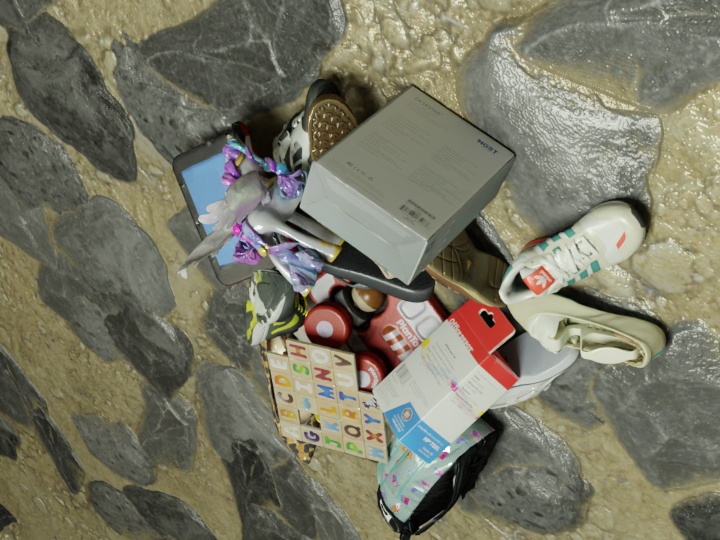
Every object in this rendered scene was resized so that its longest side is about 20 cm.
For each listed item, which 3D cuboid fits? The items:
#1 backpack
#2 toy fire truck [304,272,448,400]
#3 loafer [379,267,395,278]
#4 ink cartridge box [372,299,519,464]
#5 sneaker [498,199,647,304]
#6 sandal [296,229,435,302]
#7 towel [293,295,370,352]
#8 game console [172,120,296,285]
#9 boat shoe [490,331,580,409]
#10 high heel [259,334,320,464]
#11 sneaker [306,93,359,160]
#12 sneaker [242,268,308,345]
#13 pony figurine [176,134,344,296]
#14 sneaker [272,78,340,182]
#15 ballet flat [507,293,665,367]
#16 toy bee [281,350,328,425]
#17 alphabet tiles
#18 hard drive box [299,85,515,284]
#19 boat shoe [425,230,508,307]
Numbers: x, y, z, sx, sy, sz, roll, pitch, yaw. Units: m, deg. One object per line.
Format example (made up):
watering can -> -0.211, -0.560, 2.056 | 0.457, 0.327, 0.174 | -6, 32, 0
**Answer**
backpack -> 0.106, 0.269, 1.567 | 0.126, 0.167, 0.201 | 41, 136, 16
toy fire truck -> 0.030, 0.067, 1.504 | 0.168, 0.112, 0.200 | -35, 92, 24
loafer -> 0.002, -0.055, 1.335 | 0.063, 0.072, 0.200 | -27, 126, 30
ink cartridge box -> 0.120, 0.133, 1.403 | 0.067, 0.200, 0.116 | 41, -171, -32
sneaker -> 0.234, -0.009, 1.241 | 0.070, 0.093, 0.199 | 52, 142, -8
sandal -> 0.000, 0.001, 1.436 | 0.199, 0.076, 0.043 | 25, 132, 18
towel -> -0.033, 0.099, 1.640 | 0.200, 0.034, 0.133 | 42, 143, 6
game console -> -0.175, -0.085, 1.500 | 0.172, 0.118, 0.201 | -157, 44, -84
boat shoe -> 0.213, 0.128, 1.416 | 0.065, 0.074, 0.200 | 29, 145, -29
high heel -> -0.113, 0.184, 1.667 | 0.143, 0.071, 0.201 | 72, -178, -59
sneaker -> -0.020, -0.140, 1.370 | 0.067, 0.090, 0.201 | -20, 123, 5
sneaker -> -0.109, 0.043, 1.514 | 0.200, 0.084, 0.075 | 131, 126, -65
pony figurine -> -0.121, -0.062, 1.356 | 0.200, 0.193, 0.167 | 37, 140, -5
sneaker -> -0.077, -0.167, 1.412 | 0.088, 0.074, 0.201 | 29, 139, 19
ballet flat -> 0.256, 0.072, 1.298 | 0.199, 0.070, 0.070 | 12, 131, 28
toy bee -> -0.038, 0.153, 1.602 | 0.108, 0.200, 0.132 | -5, 87, 13
alphabet tiles -> -0.045, 0.177, 1.508 | 0.166, 0.008, 0.201 | 12, 133, 21
hard drive box -> 0.056, -0.101, 1.240 | 0.156, 0.200, 0.077 | 36, 139, 14
boat shoe -> 0.102, -0.015, 1.336 | 0.200, 0.072, 0.067 | 36, 156, -34
